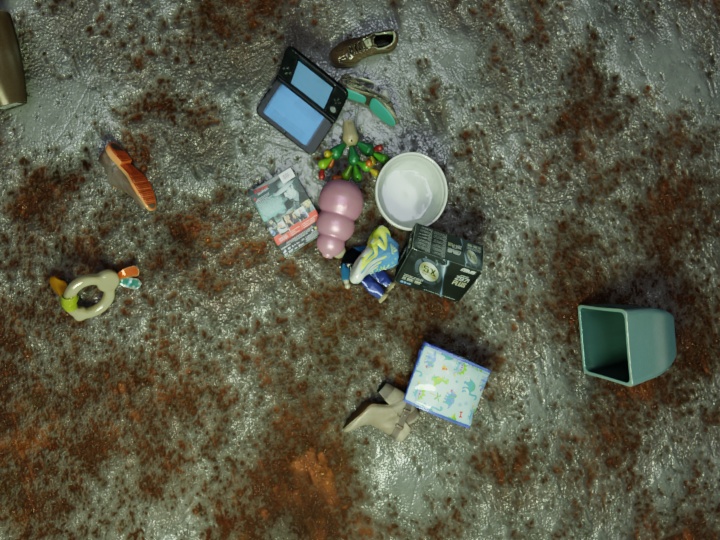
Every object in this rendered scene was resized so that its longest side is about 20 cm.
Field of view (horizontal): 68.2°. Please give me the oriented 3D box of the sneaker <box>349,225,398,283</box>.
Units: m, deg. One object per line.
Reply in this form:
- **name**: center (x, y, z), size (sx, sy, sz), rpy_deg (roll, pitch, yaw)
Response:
- **sneaker**: center (0.049, -0.027, 1.422), size (0.104, 0.076, 0.202), rpy_deg (36, 57, -9)

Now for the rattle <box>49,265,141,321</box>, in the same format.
- **rattle**: center (-0.697, 0.027, 1.409), size (0.199, 0.142, 0.132), rpy_deg (-41, 128, -18)

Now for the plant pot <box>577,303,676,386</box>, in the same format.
- **plant pot**: center (0.754, 0.187, 1.478), size (0.194, 0.196, 0.202), rpy_deg (-7, 92, -15)

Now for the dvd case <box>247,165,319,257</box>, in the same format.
- **dvd case**: center (-0.198, -0.160, 1.456), size (0.144, 0.022, 0.203), rpy_deg (-31, 95, -4)

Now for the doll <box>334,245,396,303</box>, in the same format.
- **doll**: center (0.000, 0.000, 1.461), size (0.199, 0.048, 0.137), rpy_deg (41, 68, -3)

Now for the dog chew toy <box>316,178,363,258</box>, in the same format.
- **dog chew toy**: center (-0.064, -0.134, 1.412), size (0.121, 0.125, 0.206), rpy_deg (15, 85, -6)

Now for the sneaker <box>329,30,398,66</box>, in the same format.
- **sneaker**: center (0.008, -0.610, 1.436), size (0.195, 0.076, 0.072), rpy_deg (-20, 93, -5)

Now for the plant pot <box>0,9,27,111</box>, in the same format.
- **plant pot**: center (-0.916, -0.506, 1.314), size (0.182, 0.187, 0.205), rpy_deg (-19, 108, -4)

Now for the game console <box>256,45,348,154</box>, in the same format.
- **game console**: center (-0.156, -0.447, 1.409), size (0.198, 0.176, 0.118), rpy_deg (36, 60, -5)

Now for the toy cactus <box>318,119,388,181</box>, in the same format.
- **toy cactus**: center (-0.026, -0.325, 1.440), size (0.194, 0.102, 0.170), rpy_deg (-9, 83, 4)

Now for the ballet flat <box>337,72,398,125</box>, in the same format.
- **ballet flat**: center (0.030, -0.477, 1.452), size (0.196, 0.068, 0.077), rpy_deg (30, 73, -3)

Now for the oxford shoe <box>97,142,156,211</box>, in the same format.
- **oxford shoe**: center (-0.613, -0.232, 1.400), size (0.072, 0.071, 0.202), rpy_deg (-34, 90, 16)

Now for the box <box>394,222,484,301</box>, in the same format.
- **box**: center (0.207, -0.017, 1.419), size (0.195, 0.165, 0.088), rpy_deg (18, 55, -6)

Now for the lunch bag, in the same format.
- **lunch bag**: center (0.227, 0.307, 1.454), size (0.196, 0.127, 0.175), rpy_deg (22, 87, -17)

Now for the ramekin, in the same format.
- **ramekin**: center (0.130, -0.210, 1.444), size (0.193, 0.105, 0.207), rpy_deg (0, 91, -6)

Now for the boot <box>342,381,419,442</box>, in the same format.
- **boot**: center (0.066, 0.416, 1.473), size (0.200, 0.070, 0.147), rpy_deg (-43, 97, -3)
